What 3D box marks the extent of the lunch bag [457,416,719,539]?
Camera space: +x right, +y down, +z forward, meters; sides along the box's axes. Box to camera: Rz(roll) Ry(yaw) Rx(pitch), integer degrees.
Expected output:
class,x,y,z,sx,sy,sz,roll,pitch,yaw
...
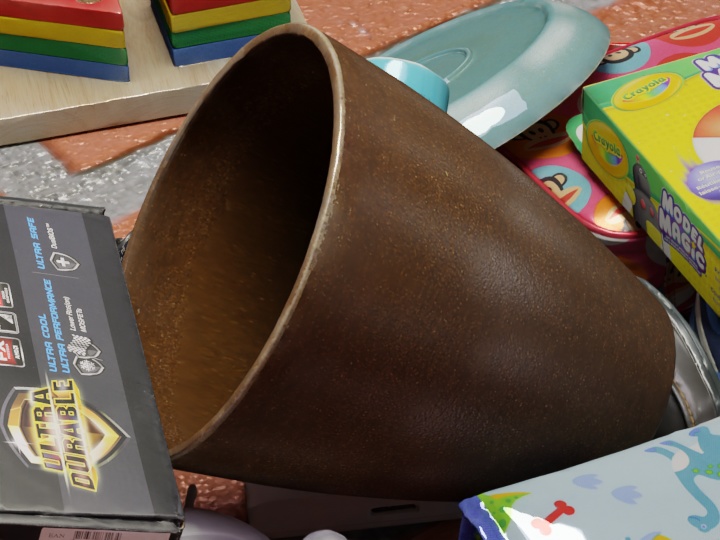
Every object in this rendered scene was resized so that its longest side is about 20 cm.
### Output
class,x,y,z,sx,sy,sz,roll,pitch,yaw
lunch bag,0.147,0.163,1.006,0.170,0.127,0.200,-16,53,-21

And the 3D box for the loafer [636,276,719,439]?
class,x,y,z,sx,sy,sz,roll,pitch,yaw
loafer,0.090,0.027,1.197,0.072,0.073,0.200,-15,44,-37

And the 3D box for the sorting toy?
class,x,y,z,sx,sy,sz,roll,pitch,yaw
sorting toy,-0.141,-0.170,1.476,0.199,0.070,0.200,-11,39,-11

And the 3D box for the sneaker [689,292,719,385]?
class,x,y,z,sx,sy,sz,roll,pitch,yaw
sneaker,0.199,0.063,1.155,0.074,0.082,0.200,-11,40,-14

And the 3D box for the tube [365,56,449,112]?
class,x,y,z,sx,sy,sz,roll,pitch,yaw
tube,0.000,0.000,1.175,0.077,0.050,0.200,13,67,-6

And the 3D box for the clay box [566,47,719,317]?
class,x,y,z,sx,sy,sz,roll,pitch,yaw
clay box,0.185,-0.047,1.190,0.115,0.048,0.200,-17,41,-16

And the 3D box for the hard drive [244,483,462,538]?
class,x,y,z,sx,sy,sz,roll,pitch,yaw
hard drive,0.003,0.046,1.230,0.132,0.026,0.200,-6,38,-5

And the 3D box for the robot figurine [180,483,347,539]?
class,x,y,z,sx,sy,sz,roll,pitch,yaw
robot figurine,-0.064,0.173,1.002,0.170,0.113,0.200,-36,41,8

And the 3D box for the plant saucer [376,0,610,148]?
class,x,y,z,sx,sy,sz,roll,pitch,yaw
plant saucer,0.034,-0.089,1.321,0.200,0.027,0.200,-25,19,9

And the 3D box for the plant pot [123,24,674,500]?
class,x,y,z,sx,sy,sz,roll,pitch,yaw
plant pot,0.026,0.020,1.068,0.200,0.187,0.187,21,31,-25

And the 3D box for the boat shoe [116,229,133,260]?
class,x,y,z,sx,sy,sz,roll,pitch,yaw
boat shoe,-0.092,0.005,1.224,0.200,0.066,0.070,-20,39,2

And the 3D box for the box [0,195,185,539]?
class,x,y,z,sx,sy,sz,roll,pitch,yaw
box,-0.182,0.041,0.982,0.198,0.050,0.200,7,36,-21

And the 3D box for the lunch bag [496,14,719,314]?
class,x,y,z,sx,sy,sz,roll,pitch,yaw
lunch bag,0.157,-0.062,1.316,0.200,0.082,0.176,-20,41,-21
